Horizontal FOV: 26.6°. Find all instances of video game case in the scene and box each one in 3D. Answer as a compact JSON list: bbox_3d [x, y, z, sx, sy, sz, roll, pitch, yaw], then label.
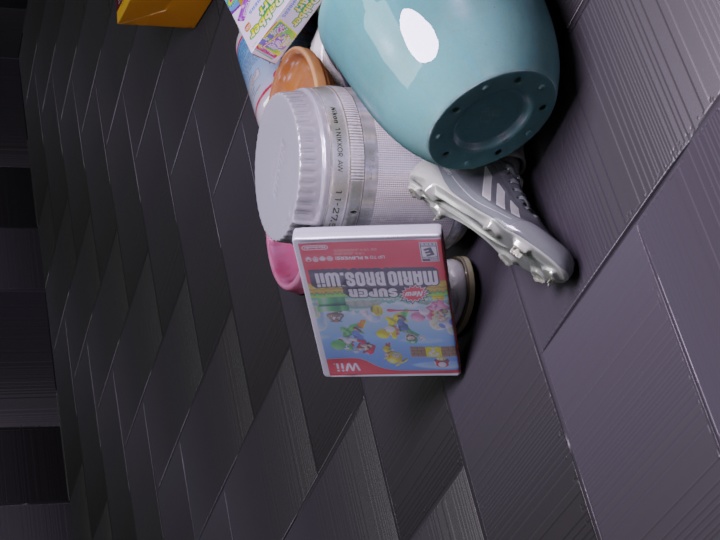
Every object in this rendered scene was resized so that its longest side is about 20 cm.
[{"bbox_3d":[0.019,0.033,1.478,0.201,0.142,0.018,79,-166,-45],"label":"video game case"}]

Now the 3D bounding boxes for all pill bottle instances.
[{"bbox_3d":[-0.096,-0.258,1.906,0.109,0.108,0.201,111,150,-42],"label":"pill bottle"}]

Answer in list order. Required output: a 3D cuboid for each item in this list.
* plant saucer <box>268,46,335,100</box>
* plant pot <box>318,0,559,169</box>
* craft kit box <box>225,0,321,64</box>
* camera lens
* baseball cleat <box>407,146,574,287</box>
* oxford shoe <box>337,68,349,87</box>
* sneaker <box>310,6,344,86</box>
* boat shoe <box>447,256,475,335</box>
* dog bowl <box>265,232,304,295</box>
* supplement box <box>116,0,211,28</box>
[{"bbox_3d":[-0.065,-0.152,1.726,0.200,0.037,0.202,-179,90,-69],"label":"plant saucer"},{"bbox_3d":[0.083,-0.188,1.338,0.162,0.199,0.201,65,149,29],"label":"plant pot"},{"bbox_3d":[-0.087,-0.377,1.767,0.200,0.048,0.198,-51,46,24],"label":"craft kit box"},{"bbox_3d":[0.010,-0.100,1.502,0.160,0.198,0.162,180,90,-69],"label":"camera lens"},{"bbox_3d":[0.132,-0.067,1.368,0.200,0.106,0.070,35,164,34],"label":"baseball cleat"},{"bbox_3d":[0.010,-0.253,1.676,0.070,0.074,0.202,161,107,-68],"label":"oxford shoe"},{"bbox_3d":[-0.010,-0.307,1.760,0.087,0.075,0.202,-7,84,51],"label":"sneaker"},{"bbox_3d":[0.055,0.040,1.566,0.200,0.068,0.075,134,132,-61],"label":"boat shoe"},{"bbox_3d":[-0.058,-0.059,1.856,0.200,0.073,0.202,-179,90,-69],"label":"dog bowl"},{"bbox_3d":[-0.311,-0.522,2.430,0.197,0.132,0.202,145,122,-65],"label":"supplement box"}]
